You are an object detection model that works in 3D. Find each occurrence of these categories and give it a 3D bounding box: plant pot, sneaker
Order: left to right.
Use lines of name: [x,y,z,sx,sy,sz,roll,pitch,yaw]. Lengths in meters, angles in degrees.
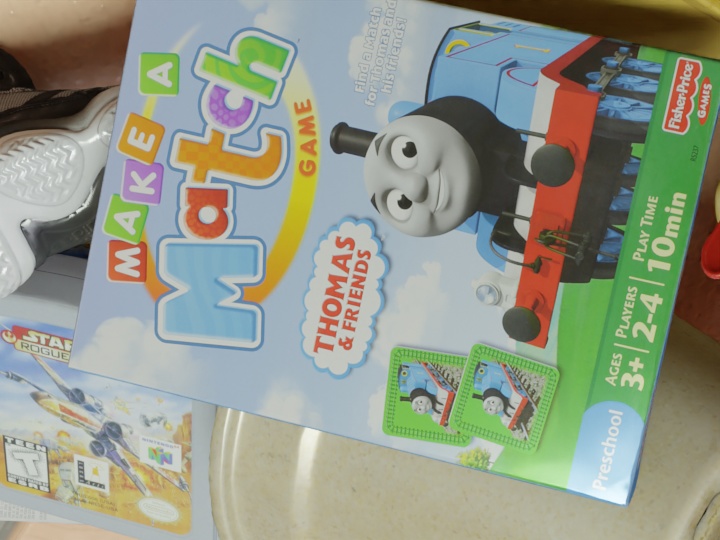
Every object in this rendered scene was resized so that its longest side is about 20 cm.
sneaker: [-0.106,-0.052,0.750,0.200,0.114,0.076,-16,123,-8]
plant pot: [0.075,0.076,0.761,0.200,0.183,0.201,-31,134,-40]

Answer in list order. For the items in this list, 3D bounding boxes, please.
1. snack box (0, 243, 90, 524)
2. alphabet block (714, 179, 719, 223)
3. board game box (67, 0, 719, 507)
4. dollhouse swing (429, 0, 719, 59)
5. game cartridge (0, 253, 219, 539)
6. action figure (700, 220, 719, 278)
snack box: [-0.136,0.045,0.891,0.072,0.024,0.200,5,132,-9]
alphabet block: [0.282,0.023,0.754,0.195,0.200,0.196,-35,143,-7]
board game box: [0.011,-0.017,0.658,0.200,0.037,0.152,13,97,11]
dollhouse swing: [0.085,-0.153,0.691,0.200,0.176,0.182,17,96,-49]
game cartridge: [-0.112,0.057,0.837,0.200,0.042,0.133,14,135,11]
action figure: [0.154,0.074,0.646,0.065,0.099,0.200,12,150,34]
